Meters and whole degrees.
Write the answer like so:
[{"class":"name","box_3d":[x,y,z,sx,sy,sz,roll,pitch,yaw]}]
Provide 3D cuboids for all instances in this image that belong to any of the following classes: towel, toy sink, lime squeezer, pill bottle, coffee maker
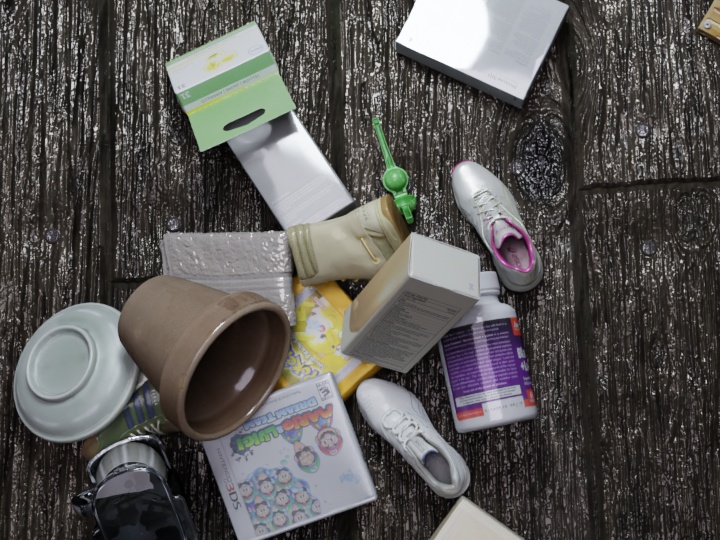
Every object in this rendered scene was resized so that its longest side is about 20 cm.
[{"class":"towel","box_3d":[-0.182,0.012,1.620,0.200,0.034,0.133,-1,96,22]},{"class":"toy sink","box_3d":[0.180,0.393,1.527,0.200,0.130,0.112,35,85,7]},{"class":"lime squeezer","box_3d":[0.046,-0.121,1.648,0.038,0.071,0.200,-28,50,15]},{"class":"pill bottle","box_3d":[0.161,0.107,1.579,0.111,0.111,0.200,-12,81,2]},{"class":"coffee maker","box_3d":[-0.265,0.316,1.511,0.135,0.200,0.192,-44,101,-5]}]

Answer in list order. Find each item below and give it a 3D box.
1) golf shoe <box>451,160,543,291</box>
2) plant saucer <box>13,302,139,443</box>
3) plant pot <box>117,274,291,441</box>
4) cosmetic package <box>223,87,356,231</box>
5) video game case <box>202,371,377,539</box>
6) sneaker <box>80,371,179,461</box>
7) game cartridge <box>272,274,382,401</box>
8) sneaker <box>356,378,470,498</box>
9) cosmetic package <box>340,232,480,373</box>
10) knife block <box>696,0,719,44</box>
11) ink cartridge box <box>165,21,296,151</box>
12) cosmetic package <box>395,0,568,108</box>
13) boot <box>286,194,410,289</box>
[{"class":"golf shoe","box_3d":[0.188,-0.068,1.615,0.075,0.092,0.200,-31,79,1]},{"class":"plant saucer","box_3d":[-0.394,0.131,1.611,0.200,0.050,0.201,-9,65,19]},{"class":"plant pot","box_3d":[-0.217,0.092,1.539,0.174,0.200,0.200,32,85,28]},{"class":"cosmetic package","box_3d":[-0.100,-0.139,1.649,0.107,0.090,0.200,-32,78,-1]},{"class":"video game case","box_3d":[-0.100,0.253,1.598,0.200,0.024,0.182,-20,90,6]},{"class":"sneaker","box_3d":[-0.285,0.197,1.618,0.090,0.067,0.200,36,82,14]},{"class":"game cartridge","box_3d":[-0.079,0.114,1.636,0.200,0.032,0.176,-41,81,-3]},{"class":"sneaker","box_3d":[0.072,0.218,1.581,0.200,0.087,0.075,44,88,9]},{"class":"cosmetic package","box_3d":[0.062,0.045,1.530,0.105,0.200,0.071,20,50,-19]},{"class":"knife block","box_3d":[0.561,-0.426,1.665,0.064,0.176,0.200,31,130,9]},{"class":"ink cartridge box","box_3d":[-0.181,-0.256,1.633,0.145,0.048,0.200,-25,37,-1]},{"class":"cosmetic package","box_3d":[0.170,-0.339,1.676,0.200,0.052,0.151,26,82,8]},{"class":"boot","box_3d":[0.000,0.000,1.594,0.155,0.200,0.073,-16,41,12]}]
